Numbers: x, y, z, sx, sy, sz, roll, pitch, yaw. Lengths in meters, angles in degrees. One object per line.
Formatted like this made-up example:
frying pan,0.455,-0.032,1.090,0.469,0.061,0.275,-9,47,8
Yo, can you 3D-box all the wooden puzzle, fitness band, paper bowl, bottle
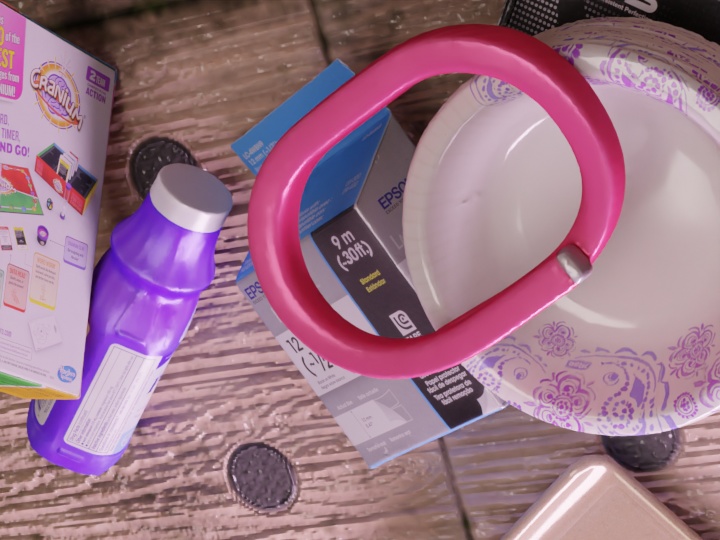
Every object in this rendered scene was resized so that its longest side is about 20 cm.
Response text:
wooden puzzle,0.155,0.221,1.244,0.200,0.037,0.185,39,121,0
fitness band,0.032,-0.030,1.021,0.200,0.037,0.144,-35,92,31
paper bowl,0.130,-0.028,1.057,0.201,0.104,0.201,10,116,22
bottle,-0.136,0.028,1.264,0.065,0.084,0.200,23,120,-11

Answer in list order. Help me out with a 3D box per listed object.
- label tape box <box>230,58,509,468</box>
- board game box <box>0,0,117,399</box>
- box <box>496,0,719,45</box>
label tape box,0.000,0.000,1.175,0.200,0.066,0.143,52,145,-5
board game box,-0.200,-0.040,1.178,0.040,0.153,0.200,-1,76,25
box,0.155,-0.066,1.117,0.200,0.048,0.193,28,122,12
